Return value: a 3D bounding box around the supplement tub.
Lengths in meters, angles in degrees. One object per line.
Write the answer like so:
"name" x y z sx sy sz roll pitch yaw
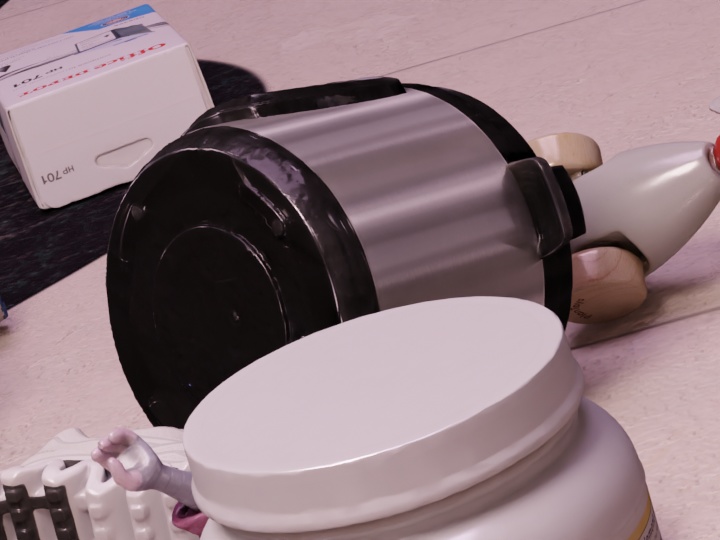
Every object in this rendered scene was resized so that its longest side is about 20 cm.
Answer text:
"supplement tub" 0.032 0.124 0.845 0.145 0.201 0.145 -16 18 5

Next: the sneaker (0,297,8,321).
"sneaker" -0.294 0.022 1.704 0.085 0.077 0.200 -39 18 -27

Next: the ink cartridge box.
"ink cartridge box" -0.197 -0.126 2.008 0.146 0.086 0.200 -20 16 -8

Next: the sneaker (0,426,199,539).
"sneaker" -0.068 0.102 1.176 0.199 0.075 0.081 6 25 19

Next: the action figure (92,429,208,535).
"action figure" -0.010 0.106 1.078 0.200 0.134 0.149 -40 -27 18

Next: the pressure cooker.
"pressure cooker" 0.000 0.003 1.270 0.200 0.179 0.176 -16 39 -43

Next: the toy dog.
"toy dog" 0.176 -0.035 1.369 0.199 0.132 0.096 -2 -15 31
